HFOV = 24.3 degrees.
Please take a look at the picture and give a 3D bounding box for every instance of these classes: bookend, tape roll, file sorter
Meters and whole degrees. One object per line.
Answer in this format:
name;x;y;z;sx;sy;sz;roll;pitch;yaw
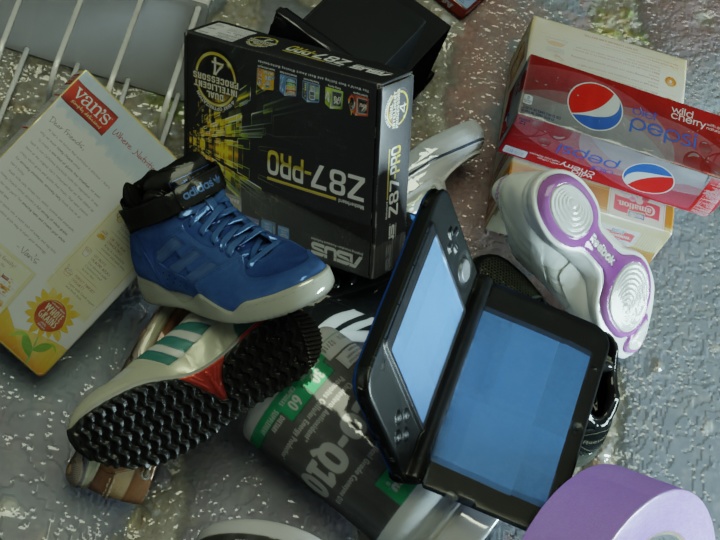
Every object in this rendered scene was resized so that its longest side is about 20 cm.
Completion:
bookend;0.000;-0.190;1.432;0.092;0.200;0.199;37;59;7
tape roll;0.182;0.247;1.228;0.066;0.200;0.200;17;49;38
file sorter;-0.243;-0.172;1.392;0.200;0.139;0.125;16;58;-6

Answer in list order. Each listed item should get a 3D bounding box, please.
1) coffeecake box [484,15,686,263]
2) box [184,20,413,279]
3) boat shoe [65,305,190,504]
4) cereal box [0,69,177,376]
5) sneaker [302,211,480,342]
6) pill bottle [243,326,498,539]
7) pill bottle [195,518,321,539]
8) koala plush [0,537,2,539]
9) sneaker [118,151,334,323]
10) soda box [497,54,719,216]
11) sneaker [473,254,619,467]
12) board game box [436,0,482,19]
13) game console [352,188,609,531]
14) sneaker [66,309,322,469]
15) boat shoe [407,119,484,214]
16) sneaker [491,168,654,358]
coffeecake box;0.207;-0.116;1.519;0.153;0.073;0.200;15;58;-6
box;-0.053;-0.098;1.318;0.200;0.161;0.049;20;31;32
boat shoe;-0.156;0.095;1.305;0.072;0.076;0.200;29;64;-5
cereal box;-0.234;-0.037;1.301;0.200;0.040;0.144;-47;108;-10
sneaker;0.000;0.000;1.367;0.200;0.112;0.073;7;21;-18
pill bottle;0.017;0.144;1.293;0.200;0.113;0.113;37;58;8
pill bottle;-0.084;0.288;1.182;0.114;0.114;0.200;16;58;-6
koala plush;-0.313;0.235;1.130;0.177;0.184;0.200;45;48;12
sneaker;-0.107;-0.029;1.224;0.077;0.200;0.111;-29;113;-35
soda box;0.225;-0.115;1.443;0.200;0.063;0.070;18;59;-4
sneaker;0.155;0.054;1.385;0.076;0.114;0.200;-13;63;-23
board game box;0.054;-0.337;1.639;0.200;0.019;0.103;40;60;10
game console;0.094;0.064;1.230;0.118;0.171;0.200;2;48;24
sneaker;-0.128;0.075;1.251;0.200;0.070;0.093;-29;27;-5
boat shoe;0.035;-0.058;1.451;0.200;0.074;0.067;-32;87;-18
sneaker;0.183;-0.011;1.428;0.075;0.100;0.200;-44;117;-21
